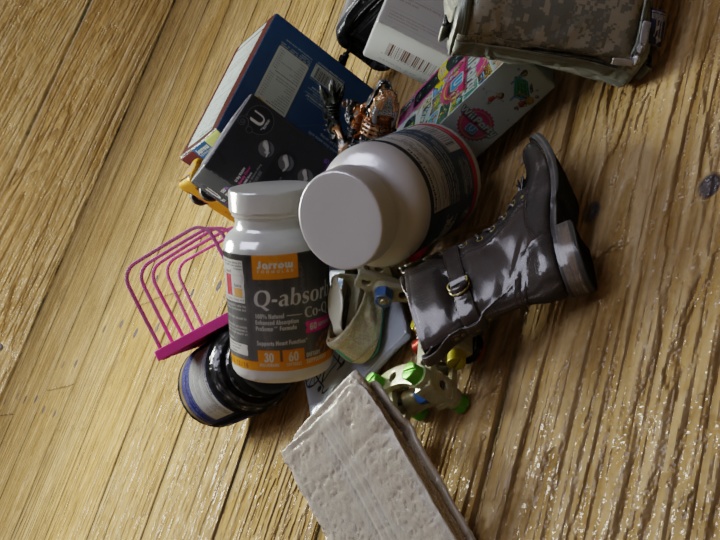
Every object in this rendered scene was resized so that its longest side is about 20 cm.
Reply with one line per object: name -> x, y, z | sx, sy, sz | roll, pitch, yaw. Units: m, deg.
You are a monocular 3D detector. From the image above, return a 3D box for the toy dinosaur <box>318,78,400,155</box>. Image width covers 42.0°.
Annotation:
toy dinosaur -> -0.004, -0.165, 1.179 | 0.200, 0.101, 0.138 | -42, 44, 37

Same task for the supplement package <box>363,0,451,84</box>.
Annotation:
supplement package -> 0.098, -0.347, 1.158 | 0.117, 0.115, 0.203 | 136, 158, -79

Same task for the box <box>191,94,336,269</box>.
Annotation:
box -> -0.088, -0.099, 1.124 | 0.107, 0.199, 0.122 | -58, 13, -13

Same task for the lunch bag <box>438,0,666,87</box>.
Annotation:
lunch bag -> 0.174, -0.262, 0.877 | 0.140, 0.196, 0.171 | 107, 170, -67

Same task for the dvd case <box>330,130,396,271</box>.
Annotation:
dvd case -> 0.004, -0.086, 1.224 | 0.201, 0.017, 0.143 | -55, 27, 12

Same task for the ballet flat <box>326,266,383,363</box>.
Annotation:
ballet flat -> 0.000, 0.000, 1.020 | 0.067, 0.062, 0.203 | -28, 47, 46

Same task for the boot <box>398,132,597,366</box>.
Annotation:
boot -> 0.111, -0.024, 0.845 | 0.172, 0.069, 0.202 | -22, 44, 20

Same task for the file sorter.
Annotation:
file sorter -> -0.198, 0.020, 1.224 | 0.137, 0.127, 0.200 | -28, -2, 8

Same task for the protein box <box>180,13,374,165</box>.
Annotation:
protein box -> -0.108, -0.200, 1.314 | 0.134, 0.197, 0.202 | -18, 44, 57

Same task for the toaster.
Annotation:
toaster -> 0.045, -0.379, 1.328 | 0.199, 0.113, 0.131 | -36, 32, 45

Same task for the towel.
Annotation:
towel -> 0.012, 0.202, 0.831 | 0.133, 0.034, 0.202 | -47, 59, 29

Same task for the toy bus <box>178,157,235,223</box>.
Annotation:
toy bus -> -0.131, -0.087, 1.213 | 0.079, 0.198, 0.065 | -62, 19, -13

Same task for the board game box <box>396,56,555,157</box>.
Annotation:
board game box -> 0.121, -0.191, 1.036 | 0.200, 0.064, 0.149 | -42, 24, 33

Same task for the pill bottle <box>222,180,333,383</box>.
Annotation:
pill bottle -> -0.090, 0.010, 1.017 | 0.116, 0.114, 0.204 | -154, 59, -64

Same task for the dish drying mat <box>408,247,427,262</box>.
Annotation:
dish drying mat -> 0.043, -0.016, 1.086 | 0.201, 0.018, 0.077 | -54, 28, 17

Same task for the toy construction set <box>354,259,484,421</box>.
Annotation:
toy construction set -> 0.055, 0.068, 0.914 | 0.131, 0.091, 0.203 | -38, 45, 38

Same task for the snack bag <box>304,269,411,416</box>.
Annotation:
snack bag -> -0.010, 0.063, 1.076 | 0.189, 0.021, 0.202 | -49, 34, 27

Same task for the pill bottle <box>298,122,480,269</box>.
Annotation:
pill bottle -> 0.028, -0.071, 0.915 | 0.119, 0.120, 0.199 | -42, -8, 34

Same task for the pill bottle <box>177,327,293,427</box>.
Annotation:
pill bottle -> -0.150, 0.128, 1.172 | 0.199, 0.111, 0.113 | -31, 39, 58
